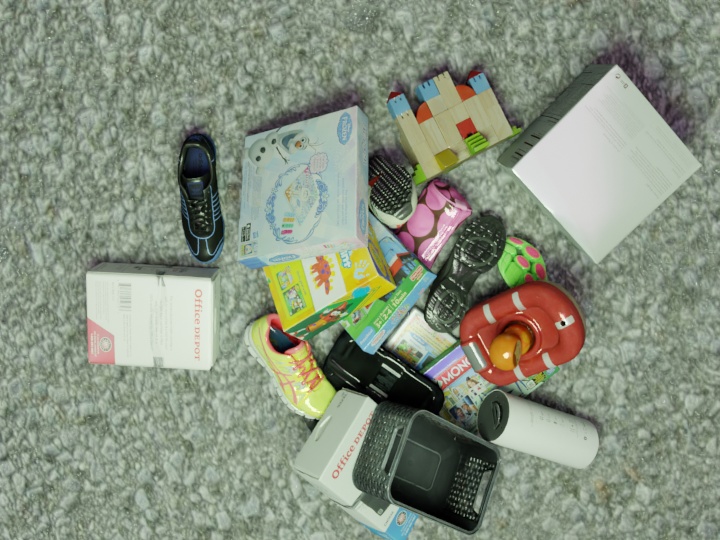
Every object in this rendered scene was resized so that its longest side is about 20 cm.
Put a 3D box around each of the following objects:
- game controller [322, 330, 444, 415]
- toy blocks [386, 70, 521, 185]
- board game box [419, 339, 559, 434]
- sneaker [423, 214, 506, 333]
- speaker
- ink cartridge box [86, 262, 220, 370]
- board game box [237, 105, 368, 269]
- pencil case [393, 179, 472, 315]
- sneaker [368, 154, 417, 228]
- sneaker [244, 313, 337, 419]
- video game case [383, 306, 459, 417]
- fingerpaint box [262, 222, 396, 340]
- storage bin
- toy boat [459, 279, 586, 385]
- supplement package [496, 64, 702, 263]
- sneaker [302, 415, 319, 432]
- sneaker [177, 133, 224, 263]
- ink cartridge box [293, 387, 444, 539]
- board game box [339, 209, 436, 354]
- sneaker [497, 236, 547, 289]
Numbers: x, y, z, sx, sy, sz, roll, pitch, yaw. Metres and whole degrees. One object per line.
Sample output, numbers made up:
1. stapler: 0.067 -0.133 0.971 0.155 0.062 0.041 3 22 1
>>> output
1. game controller: 0.035 0.179 1.315 0.198 0.042 0.105 34 108 4
2. toy blocks: 0.128 -0.226 1.233 0.197 0.100 0.139 -27 89 -9
3. board game box: 0.200 0.163 1.325 0.199 0.029 0.135 -38 99 4
4. sneaker: 0.152 0.001 1.288 0.075 0.091 0.202 36 84 -7
5. speaker: 0.280 0.251 1.305 0.197 0.081 0.082 21 103 -28
6. ink cartridge box: -0.321 0.071 1.304 0.195 0.083 0.150 3 102 0
7. board game box: -0.082 -0.117 1.196 0.195 0.043 0.204 -10 67 27
8. pencil case: 0.091 -0.037 1.271 0.090 0.094 0.202 29 101 -17
9. sneaker: 0.052 -0.099 1.210 0.070 0.200 0.094 -38 118 0
10. sneaker: -0.100 0.149 1.293 0.200 0.078 0.090 46 142 1
11. video game case: 0.110 0.190 1.358 0.199 0.024 0.183 37 100 -6
12. fingerpaint box: -0.060 -0.028 1.225 0.165 0.073 0.203 -31 63 15
13. storage bin: 0.100 0.292 1.230 0.198 0.093 0.138 31 73 -32
14. toy boat: 0.226 0.102 1.204 0.198 0.130 0.132 -28 94 34
15. supplement package: 0.341 -0.159 1.215 0.200 0.147 0.191 -44 99 9
16. sneaker: -0.014 0.269 1.360 0.103 0.060 0.202 -28 104 5
17. sneaker: -0.248 -0.106 1.267 0.068 0.078 0.205 -3 102 1
18. ink cartridge box: 0.016 0.302 1.277 0.200 0.083 0.146 44 68 -27
19. board game box: 0.000 0.000 1.252 0.152 0.036 0.200 -51 57 11
20. sneaker: 0.269 0.042 1.295 0.076 0.084 0.202 -28 82 -16
